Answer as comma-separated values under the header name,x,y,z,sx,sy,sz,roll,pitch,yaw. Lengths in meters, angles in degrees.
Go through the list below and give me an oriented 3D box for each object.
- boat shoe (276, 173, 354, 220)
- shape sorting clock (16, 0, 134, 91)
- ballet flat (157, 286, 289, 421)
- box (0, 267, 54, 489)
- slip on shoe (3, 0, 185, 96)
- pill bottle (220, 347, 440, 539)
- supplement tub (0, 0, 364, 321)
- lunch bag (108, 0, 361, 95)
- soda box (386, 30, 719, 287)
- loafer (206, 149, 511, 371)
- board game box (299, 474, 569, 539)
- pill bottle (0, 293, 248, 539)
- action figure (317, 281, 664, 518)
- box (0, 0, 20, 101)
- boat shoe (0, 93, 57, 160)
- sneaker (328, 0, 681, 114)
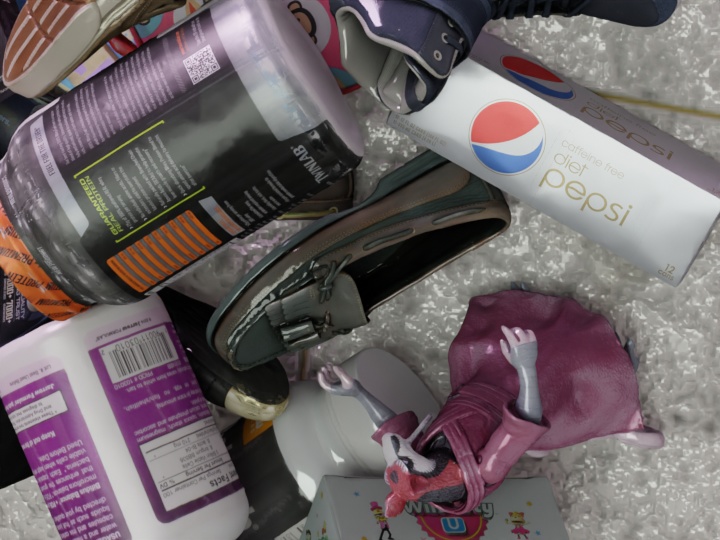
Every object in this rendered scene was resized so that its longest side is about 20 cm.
name,x,y,z,sx,sy,sz,roll,pitch,yaw
boat shoe,-0.103,-0.049,1.274,0.200,0.072,0.060,-8,103,-8
shape sorting clock,-0.141,-0.196,1.281,0.200,0.039,0.200,5,108,15
ballet flat,-0.118,0.048,1.314,0.200,0.066,0.057,30,115,36
box,-0.280,0.031,1.337,0.200,0.086,0.164,17,112,32
slip on shoe,-0.125,-0.163,1.151,0.061,0.076,0.200,27,120,-32
pill bottle,-0.045,0.141,1.316,0.200,0.116,0.116,-37,94,23
supplement tub,-0.109,-0.062,1.151,0.200,0.123,0.123,-30,96,9
lunch bag,-0.084,-0.181,1.215,0.176,0.082,0.200,-19,107,13
soda box,0.120,-0.072,1.226,0.200,0.068,0.064,29,113,6
loafer,0.000,0.000,1.241,0.200,0.072,0.063,-37,59,-5
board game box,0.028,0.213,1.280,0.147,0.064,0.200,2,133,-17
pill bottle,-0.134,0.121,1.229,0.112,0.112,0.200,-24,87,22
action figure,0.072,0.094,1.227,0.134,0.200,0.149,-3,120,41
box,-0.292,-0.177,1.296,0.143,0.036,0.200,-28,73,22
boat shoe,-0.200,-0.078,1.321,0.200,0.062,0.075,31,103,5
sneaker,0.079,-0.142,1.159,0.202,0.146,0.077,19,155,-11
